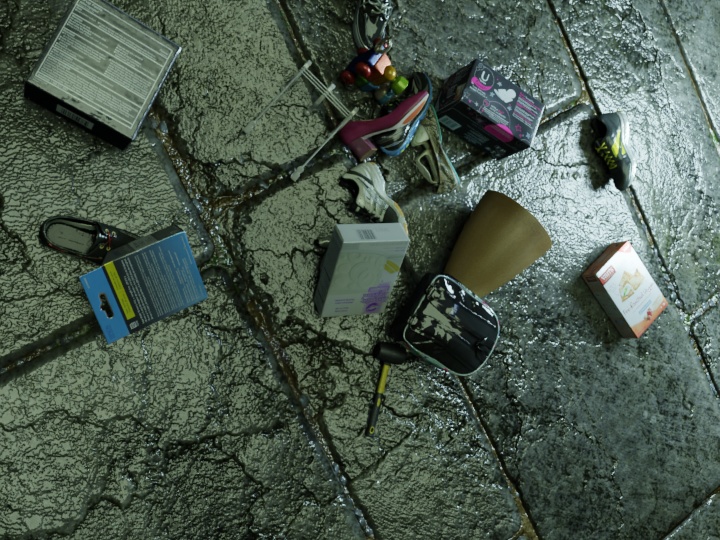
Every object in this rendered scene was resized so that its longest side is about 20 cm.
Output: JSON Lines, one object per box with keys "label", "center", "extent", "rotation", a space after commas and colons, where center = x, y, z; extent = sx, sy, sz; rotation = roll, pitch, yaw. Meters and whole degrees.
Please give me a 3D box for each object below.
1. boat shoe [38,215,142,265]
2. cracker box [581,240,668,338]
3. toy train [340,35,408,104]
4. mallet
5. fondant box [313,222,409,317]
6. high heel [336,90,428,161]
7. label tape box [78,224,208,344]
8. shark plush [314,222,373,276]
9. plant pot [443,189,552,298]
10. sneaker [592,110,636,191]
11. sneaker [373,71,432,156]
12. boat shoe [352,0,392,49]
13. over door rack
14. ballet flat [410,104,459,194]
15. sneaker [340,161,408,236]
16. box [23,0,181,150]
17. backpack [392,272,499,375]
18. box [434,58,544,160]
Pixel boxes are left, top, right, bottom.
{"label": "boat shoe", "center": [-0.474, -0.050, 1.405], "extent": [0.201, 0.063, 0.074], "rotation": [13, 79, -24]}
{"label": "cracker box", "center": [0.643, 0.047, 1.891], "extent": [0.134, 0.058, 0.200], "rotation": [-42, 102, -21]}
{"label": "toy train", "center": [0.053, -0.406, 1.584], "extent": [0.116, 0.200, 0.085], "rotation": [40, 72, -21]}
{"label": "mallet", "center": [0.052, 0.251, 1.633], "extent": [0.066, 0.041, 0.201], "rotation": [8, 88, -20]}
{"label": "fondant box", "center": [0.000, 0.000, 1.545], "extent": [0.144, 0.200, 0.058], "rotation": [-3, 44, -24]}
{"label": "high heel", "center": [0.042, -0.322, 1.597], "extent": [0.200, 0.067, 0.096], "rotation": [-39, 84, 13]}
{"label": "label tape box", "center": [-0.395, 0.022, 1.409], "extent": [0.200, 0.063, 0.145], "rotation": [-26, 118, -23]}
{"label": "shark plush", "center": [-0.014, -0.049, 1.625], "extent": [0.200, 0.091, 0.084], "rotation": [-37, 123, -42]}
{"label": "plant pot", "center": [0.277, -0.039, 1.682], "extent": [0.186, 0.186, 0.200], "rotation": [45, 82, -15]}
{"label": "sneaker", "center": [0.609, -0.290, 1.896], "extent": [0.084, 0.074, 0.201], "rotation": [-3, 79, -18]}
{"label": "sneaker", "center": [0.090, -0.343, 1.664], "extent": [0.083, 0.071, 0.200], "rotation": [31, 78, -25]}
{"label": "boat shoe", "center": [0.034, -0.560, 1.654], "extent": [0.073, 0.068, 0.200], "rotation": [14, 82, -22]}
{"label": "over door rack", "center": [-0.123, -0.303, 1.575], "extent": [0.148, 0.067, 0.200], "rotation": [43, 85, -11]}
{"label": "ballet flat", "center": [0.152, -0.259, 1.693], "extent": [0.075, 0.068, 0.201], "rotation": [-22, 99, -14]}
{"label": "sneaker", "center": [0.025, -0.125, 1.609], "extent": [0.087, 0.076, 0.200], "rotation": [-22, 72, -22]}
{"label": "box", "center": [-0.460, -0.355, 1.394], "extent": [0.200, 0.123, 0.199], "rotation": [29, 77, -21]}
{"label": "backpack", "center": [0.181, 0.120, 1.632], "extent": [0.200, 0.151, 0.178], "rotation": [32, 82, -10]}
{"label": "box", "center": [0.280, -0.351, 1.715], "extent": [0.200, 0.132, 0.115], "rotation": [29, 72, -20]}
